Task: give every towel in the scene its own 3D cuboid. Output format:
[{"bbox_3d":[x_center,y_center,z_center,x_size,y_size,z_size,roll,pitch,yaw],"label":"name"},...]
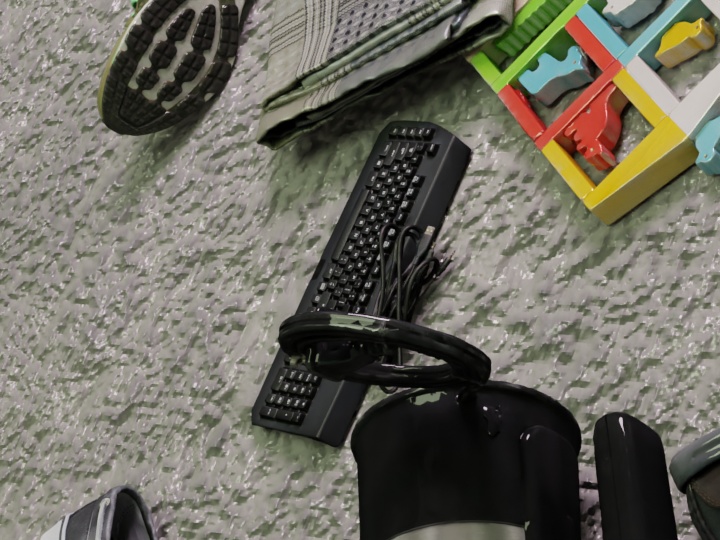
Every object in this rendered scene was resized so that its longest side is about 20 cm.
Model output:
[{"bbox_3d":[0.015,-0.183,1.602,0.192,0.035,0.200,-25,42,29],"label":"towel"}]

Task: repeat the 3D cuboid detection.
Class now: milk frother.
[{"bbox_3d":[0.033,0.133,1.245,0.181,0.200,0.188,-44,37,45],"label":"milk frother"}]

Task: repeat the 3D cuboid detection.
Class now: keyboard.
[{"bbox_3d":[0.000,0.000,1.504,0.104,0.040,0.200,9,71,47],"label":"keyboard"}]

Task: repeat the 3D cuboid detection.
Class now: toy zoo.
[{"bbox_3d":[0.146,-0.111,1.455,0.131,0.020,0.200,-45,41,10],"label":"toy zoo"}]

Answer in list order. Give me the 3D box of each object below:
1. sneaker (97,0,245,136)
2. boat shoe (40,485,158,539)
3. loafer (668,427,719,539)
[{"bbox_3d":[-0.120,-0.172,1.722,0.089,0.077,0.200,-3,56,57],"label":"sneaker"},{"bbox_3d":[-0.129,0.201,1.470,0.068,0.072,0.200,-39,36,19],"label":"boat shoe"},{"bbox_3d":[0.239,0.075,1.215,0.200,0.072,0.063,-29,67,24],"label":"loafer"}]
